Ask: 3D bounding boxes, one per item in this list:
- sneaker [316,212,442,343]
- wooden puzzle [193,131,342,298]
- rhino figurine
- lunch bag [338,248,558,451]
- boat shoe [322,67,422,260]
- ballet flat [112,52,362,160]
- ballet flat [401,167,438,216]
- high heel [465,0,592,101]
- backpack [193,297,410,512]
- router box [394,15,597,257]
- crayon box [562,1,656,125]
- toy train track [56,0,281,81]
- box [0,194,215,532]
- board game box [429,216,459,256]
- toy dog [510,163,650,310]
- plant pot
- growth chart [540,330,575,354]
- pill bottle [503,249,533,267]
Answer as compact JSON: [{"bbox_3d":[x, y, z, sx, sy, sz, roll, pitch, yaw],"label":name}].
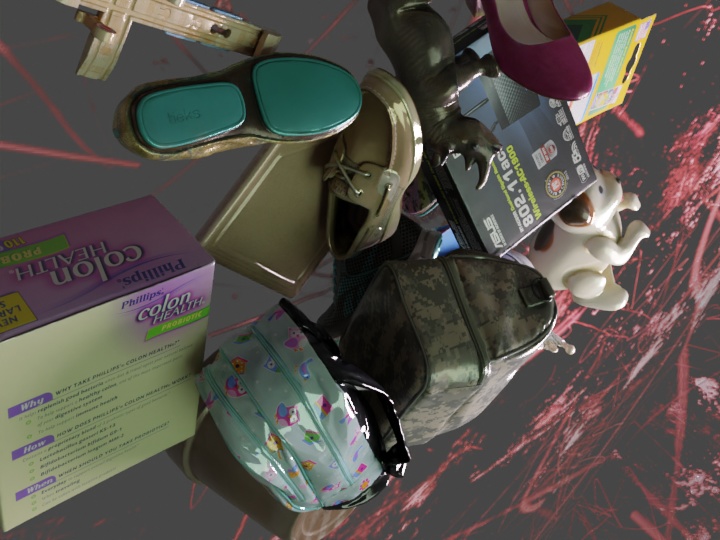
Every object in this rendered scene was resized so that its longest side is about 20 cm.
[{"bbox_3d":[0.000,0.000,0.882,0.200,0.091,0.078,-46,-169,36],"label":"sneaker"},{"bbox_3d":[-0.056,-0.072,0.759,0.186,0.037,0.200,-52,155,4],"label":"wooden puzzle"},{"bbox_3d":[0.068,-0.164,0.697,0.086,0.060,0.203,-22,99,-10],"label":"rhino figurine"},{"bbox_3d":[0.085,0.077,0.806,0.165,0.141,0.201,-5,149,-22],"label":"lunch bag"},{"bbox_3d":[0.003,-0.083,0.720,0.065,0.072,0.201,-36,156,-29],"label":"boat shoe"},{"bbox_3d":[-0.091,-0.121,0.616,0.198,0.071,0.071,-18,138,-34],"label":"ballet flat"},{"bbox_3d":[0.096,-0.151,0.849,0.201,0.069,0.071,-50,133,-8],"label":"ballet flat"},{"bbox_3d":[0.140,-0.227,0.681,0.066,0.202,0.097,-10,139,-10],"label":"high heel"},{"bbox_3d":[-0.053,0.120,0.698,0.126,0.167,0.201,-42,152,-12],"label":"backpack"},{"bbox_3d":[0.130,-0.132,0.802,0.149,0.062,0.202,-36,114,-14],"label":"router box"},{"bbox_3d":[0.253,-0.233,0.967,0.198,0.051,0.127,-27,143,-33],"label":"crayon box"},{"bbox_3d":[-0.121,-0.169,0.558,0.199,0.032,0.116,-1,125,-54],"label":"toy train track"},{"bbox_3d":[-0.218,0.068,0.635,0.174,0.097,0.202,-23,142,-38],"label":"box"},{"bbox_3d":[0.099,-0.042,0.982,0.158,0.039,0.199,-40,165,28],"label":"board game box"},{"bbox_3d":[0.307,-0.068,1.160,0.202,0.191,0.141,82,20,-48],"label":"toy dog"},{"bbox_3d":[-0.081,0.187,0.876,0.199,0.173,0.202,-34,147,-26],"label":"plant pot"},{"bbox_3d":[0.171,0.083,1.101,0.197,0.145,0.018,-8,123,-30],"label":"growth chart"},{"bbox_3d":[0.151,0.036,1.027,0.199,0.115,0.117,-23,144,-60],"label":"pill bottle"}]
